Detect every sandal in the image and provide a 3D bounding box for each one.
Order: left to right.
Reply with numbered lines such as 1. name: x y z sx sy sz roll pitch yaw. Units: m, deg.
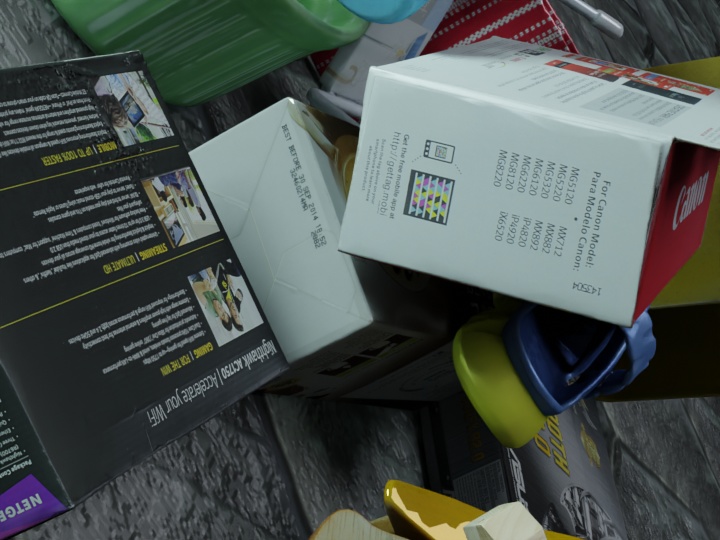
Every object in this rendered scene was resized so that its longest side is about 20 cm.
1. sandal: 0.109 0.019 0.864 0.080 0.087 0.200 59 21 -15

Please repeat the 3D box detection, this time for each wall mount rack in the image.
1. wall mount rack: 0.056 -0.116 0.952 0.074 0.200 0.174 39 13 25

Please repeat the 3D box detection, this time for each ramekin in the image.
1. ramekin: -0.087 -0.178 0.842 0.200 0.097 0.201 49 25 -32

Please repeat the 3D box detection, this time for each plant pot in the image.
1. plant pot: 0.211 -0.028 1.144 0.200 0.199 0.177 31 59 -54

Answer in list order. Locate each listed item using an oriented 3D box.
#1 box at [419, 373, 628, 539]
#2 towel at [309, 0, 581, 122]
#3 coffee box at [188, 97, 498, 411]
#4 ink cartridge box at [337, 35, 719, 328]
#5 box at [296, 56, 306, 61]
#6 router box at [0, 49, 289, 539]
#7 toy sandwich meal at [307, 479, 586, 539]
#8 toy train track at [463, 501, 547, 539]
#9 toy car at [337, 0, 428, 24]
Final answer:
1. box: 0.092 0.106 0.987 0.158 0.048 0.201 43 29 -41
2. towel: 0.078 -0.078 1.042 0.201 0.144 0.022 59 16 -7
3. coffee box: 0.000 0.000 0.855 0.200 0.080 0.114 16 51 -62
4. ink cartridge box: 0.108 -0.042 0.789 0.200 0.175 0.084 -28 131 -67
5. box: 0.004 -0.264 1.026 0.122 0.192 0.201 47 26 -34
6. router box: -0.110 0.000 0.639 0.150 0.051 0.200 64 21 -1
7. toy sandwich meal: 0.049 0.164 0.681 0.204 0.070 0.206 11 52 -14
8. toy train track: 0.088 0.182 0.638 0.114 0.032 0.201 -21 91 -43
9. toy car: 0.068 -0.237 0.763 0.184 0.200 0.177 -43 103 -36
